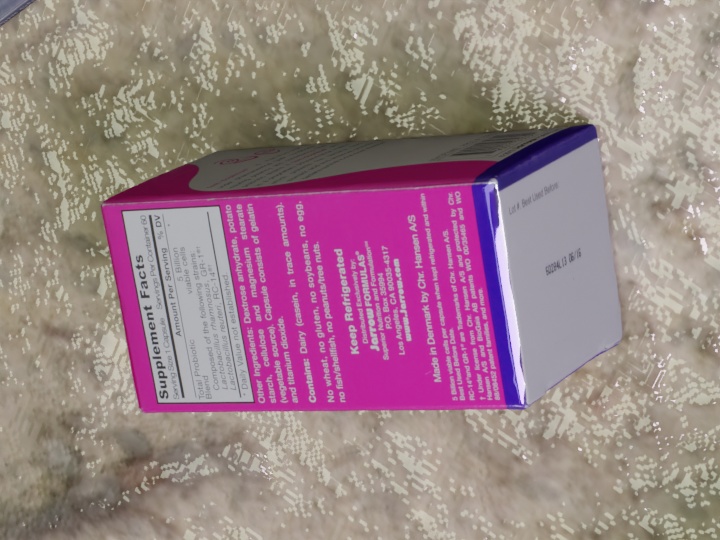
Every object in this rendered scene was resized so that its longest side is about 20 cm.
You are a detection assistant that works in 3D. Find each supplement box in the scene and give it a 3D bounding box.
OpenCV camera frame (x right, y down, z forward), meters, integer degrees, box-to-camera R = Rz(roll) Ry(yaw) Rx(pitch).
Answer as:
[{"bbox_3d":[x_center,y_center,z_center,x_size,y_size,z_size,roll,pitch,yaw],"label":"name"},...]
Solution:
[{"bbox_3d":[0.000,0.000,1.224,0.199,0.101,0.104,-1,105,31],"label":"supplement box"}]

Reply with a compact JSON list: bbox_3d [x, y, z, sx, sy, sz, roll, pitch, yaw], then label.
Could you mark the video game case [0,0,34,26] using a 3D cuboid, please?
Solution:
[{"bbox_3d":[-0.187,-0.192,1.326,0.199,0.019,0.143,-31,88,32],"label":"video game case"}]
